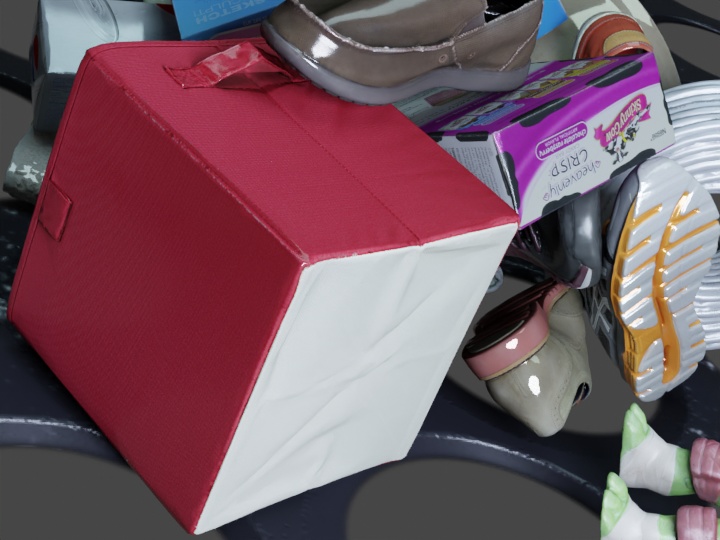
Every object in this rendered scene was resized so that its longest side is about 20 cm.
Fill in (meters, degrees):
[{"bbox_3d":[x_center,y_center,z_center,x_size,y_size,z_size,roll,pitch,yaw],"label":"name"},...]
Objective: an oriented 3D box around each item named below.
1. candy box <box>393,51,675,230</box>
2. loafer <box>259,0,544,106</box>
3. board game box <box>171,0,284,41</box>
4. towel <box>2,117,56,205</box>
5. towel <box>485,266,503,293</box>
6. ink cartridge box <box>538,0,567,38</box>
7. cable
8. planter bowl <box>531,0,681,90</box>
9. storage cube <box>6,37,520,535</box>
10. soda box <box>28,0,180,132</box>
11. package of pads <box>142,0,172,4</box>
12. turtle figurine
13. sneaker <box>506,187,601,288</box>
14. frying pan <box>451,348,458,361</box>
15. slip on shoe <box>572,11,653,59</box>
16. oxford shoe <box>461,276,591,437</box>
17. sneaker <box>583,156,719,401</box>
[{"bbox_3d":[0.072,-0.078,0.929,0.136,0.062,0.199,-28,19,-30],"label":"candy box"},{"bbox_3d":[0.028,-0.140,0.828,0.199,0.071,0.073,-12,46,-47],"label":"loafer"},{"bbox_3d":[-0.027,-0.202,0.980,0.198,0.041,0.154,-19,40,-1],"label":"board game box"},{"bbox_3d":[-0.162,-0.084,1.060,0.131,0.035,0.201,17,27,-5],"label":"towel"},{"bbox_3d":[0.003,-0.045,1.114,0.148,0.031,0.200,7,27,-28],"label":"towel"},{"bbox_3d":[0.033,-0.202,1.147,0.084,0.199,0.147,48,12,-51],"label":"ink cartridge box"},{"bbox_3d":[0.238,-0.035,1.055,0.198,0.201,0.070,13,36,-8],"label":"cable"},{"bbox_3d":[0.142,-0.126,1.198,0.134,0.202,0.200,-27,47,-22],"label":"planter bowl"},{"bbox_3d":[-0.055,-0.002,0.805,0.170,0.201,0.180,-11,46,-47],"label":"storage cube"},{"bbox_3d":[-0.122,-0.135,1.030,0.198,0.064,0.069,1,58,-20],"label":"soda box"},{"bbox_3d":[-0.053,-0.245,1.108,0.197,0.068,0.156,-4,59,15],"label":"package of pads"},{"bbox_3d":[0.231,0.111,0.812,0.192,0.146,0.200,8,-20,17],"label":"turtle figurine"},{"bbox_3d":[0.085,-0.026,0.978,0.114,0.077,0.200,-4,4,-4],"label":"sneaker"},{"bbox_3d":[-0.012,0.003,0.969,0.114,0.031,0.191,-10,50,-39],"label":"frying pan"},{"bbox_3d":[0.184,-0.083,1.099,0.073,0.202,0.061,-6,24,-9],"label":"slip on shoe"},{"bbox_3d":[0.115,0.055,0.980,0.075,0.070,0.200,59,22,-3],"label":"oxford shoe"},{"bbox_3d":[0.175,0.000,0.970,0.078,0.201,0.077,-25,50,-16],"label":"sneaker"}]
